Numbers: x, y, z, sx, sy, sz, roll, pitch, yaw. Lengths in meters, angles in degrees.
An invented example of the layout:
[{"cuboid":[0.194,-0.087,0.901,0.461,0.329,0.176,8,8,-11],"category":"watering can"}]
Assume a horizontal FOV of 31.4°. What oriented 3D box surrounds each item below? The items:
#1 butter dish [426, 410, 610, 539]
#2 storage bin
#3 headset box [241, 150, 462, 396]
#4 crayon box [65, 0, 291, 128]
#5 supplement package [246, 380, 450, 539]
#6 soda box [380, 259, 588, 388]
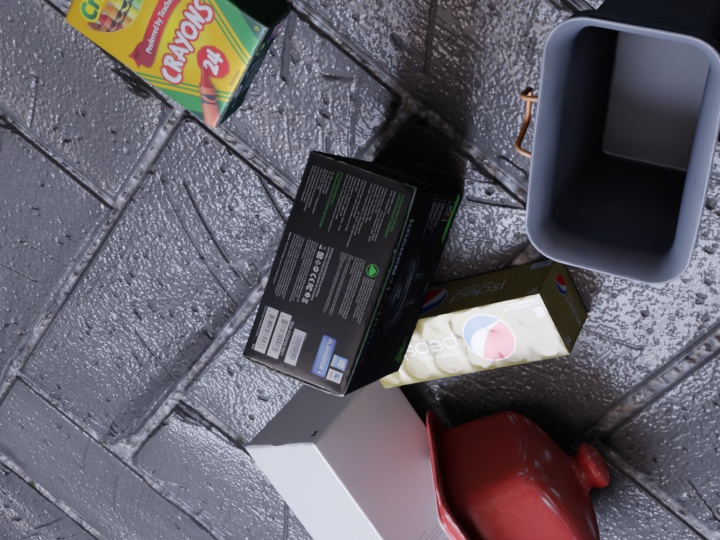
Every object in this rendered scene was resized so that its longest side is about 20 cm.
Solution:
[{"cuboid":[0.163,0.213,1.193,0.148,0.199,0.200,-33,108,10],"category":"butter dish"},{"cuboid":[0.198,-0.115,0.945,0.145,0.134,0.200,15,128,19],"category":"storage bin"},{"cuboid":[0.000,0.000,1.066,0.093,0.200,0.174,21,96,13],"category":"headset box"},{"cuboid":[-0.174,-0.232,1.114,0.200,0.051,0.127,36,132,1],"category":"crayon box"},{"cuboid":[0.008,0.210,1.276,0.121,0.120,0.200,-12,118,51],"category":"supplement package"},{"cuboid":[0.098,0.050,1.164,0.200,0.064,0.068,-14,115,35],"category":"soda box"}]
